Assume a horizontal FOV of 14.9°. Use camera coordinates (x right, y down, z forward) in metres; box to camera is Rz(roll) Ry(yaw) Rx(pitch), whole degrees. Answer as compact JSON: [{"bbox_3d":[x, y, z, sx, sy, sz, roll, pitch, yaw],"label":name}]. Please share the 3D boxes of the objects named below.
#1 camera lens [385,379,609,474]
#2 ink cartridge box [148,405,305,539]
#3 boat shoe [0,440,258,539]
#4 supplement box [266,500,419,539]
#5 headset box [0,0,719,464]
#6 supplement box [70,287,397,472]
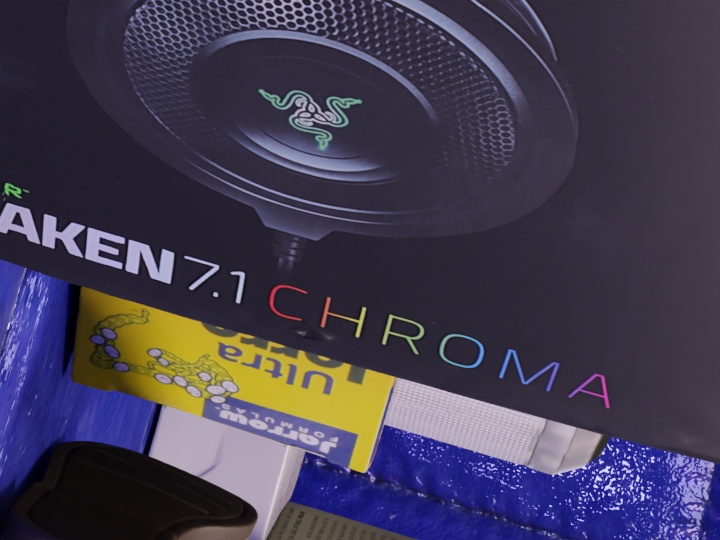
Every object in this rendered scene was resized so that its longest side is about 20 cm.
[{"bbox_3d":[0.026,-0.017,1.081,0.160,0.200,0.160,16,90,-88],"label":"camera lens"},{"bbox_3d":[-0.056,0.063,1.389,0.200,0.067,0.117,-52,158,-85],"label":"ink cartridge box"},{"bbox_3d":[-0.089,0.105,0.926,0.200,0.072,0.068,-10,121,-77],"label":"boat shoe"},{"bbox_3d":[-0.030,0.206,1.375,0.200,0.199,0.135,-62,168,-82],"label":"supplement box"},{"bbox_3d":[0.007,-0.076,0.391,0.200,0.174,0.093,105,2,-59],"label":"headset box"},{"bbox_3d":[-0.016,-0.053,0.934,0.110,0.109,0.200,104,3,-58],"label":"supplement box"}]
